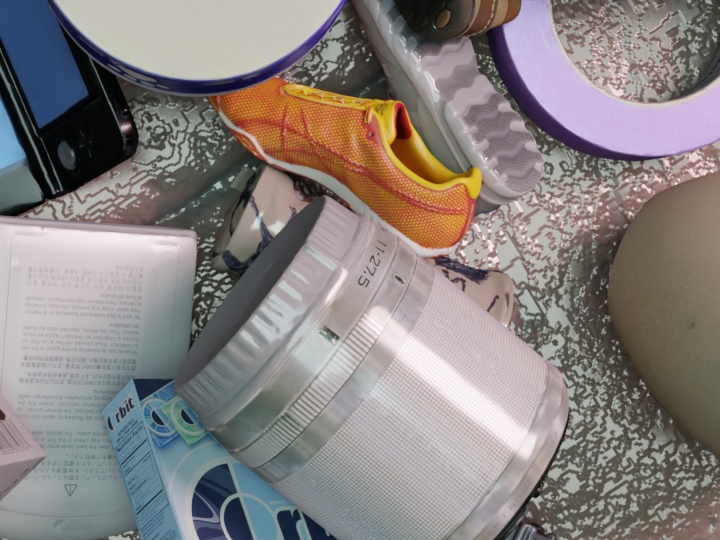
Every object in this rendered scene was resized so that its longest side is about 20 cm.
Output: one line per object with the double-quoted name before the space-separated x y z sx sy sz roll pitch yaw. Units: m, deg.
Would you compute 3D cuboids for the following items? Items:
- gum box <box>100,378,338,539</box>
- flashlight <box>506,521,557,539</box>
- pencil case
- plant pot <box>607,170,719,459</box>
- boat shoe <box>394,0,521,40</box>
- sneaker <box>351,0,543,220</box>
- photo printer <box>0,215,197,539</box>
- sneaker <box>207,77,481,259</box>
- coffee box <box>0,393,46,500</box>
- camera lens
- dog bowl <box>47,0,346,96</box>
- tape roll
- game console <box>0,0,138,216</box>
"gum box" -0.052 0.161 1.128 0.169 0.045 0.202 1 58 -42
"flashlight" 0.069 0.256 1.216 0.067 0.068 0.202 26 87 -31
"pencil case" 0.000 0.000 1.201 0.198 0.090 0.078 26 117 -4
"plant pot" 0.236 0.016 1.181 0.134 0.200 0.202 24 88 31
"boat shoe" 0.040 -0.228 1.188 0.073 0.076 0.201 -4 61 -36
"sneaker" 0.035 -0.119 1.204 0.074 0.082 0.201 -14 72 -41
"photo printer" -0.187 0.069 1.168 0.165 0.069 0.202 3 93 -26
"sneaker" -0.010 -0.087 1.173 0.199 0.073 0.078 31 115 11
"coffee box" -0.293 0.069 1.086 0.113 0.080 0.200 -43 77 15
"camera lens" 0.011 0.075 1.095 0.199 0.160 0.160 39 88 -10
"dog bowl" -0.094 -0.204 1.079 0.198 0.079 0.203 0 91 -6
"tape roll" 0.183 -0.174 1.220 0.198 0.066 0.203 0 91 -4
"game console" -0.251 -0.130 1.163 0.116 0.175 0.202 -25 93 -32
